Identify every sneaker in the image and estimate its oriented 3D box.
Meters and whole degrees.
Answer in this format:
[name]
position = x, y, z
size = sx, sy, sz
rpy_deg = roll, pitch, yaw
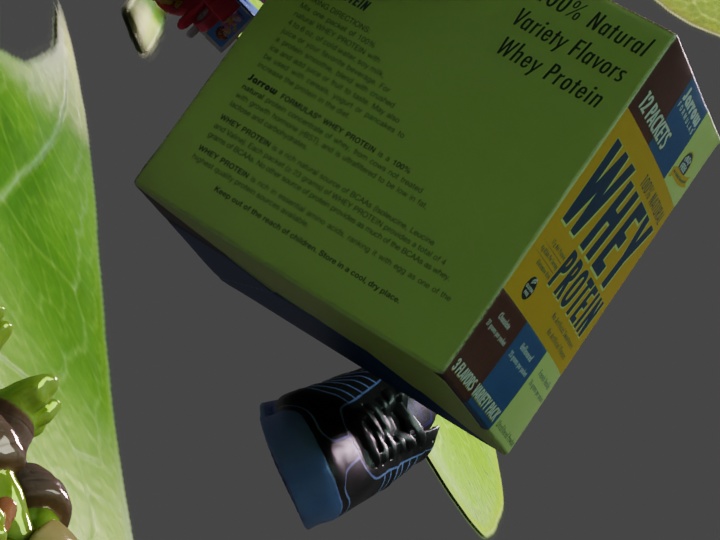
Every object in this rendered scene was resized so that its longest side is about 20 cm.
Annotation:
[sneaker]
position = -0.001, 0.083, 1.513
size = 0.200, 0.078, 0.070
rpy_deg = -56, 123, -82

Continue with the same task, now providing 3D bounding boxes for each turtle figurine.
[turtle figurine]
position = -0.089, 0.098, 0.855
size = 0.200, 0.064, 0.161
rpy_deg = 41, 17, -54

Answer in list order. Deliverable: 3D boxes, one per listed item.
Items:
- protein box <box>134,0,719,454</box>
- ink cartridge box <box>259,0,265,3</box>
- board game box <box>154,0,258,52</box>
[protein box]
position = 0.037, -0.054, 1.452
size = 0.198, 0.200, 0.135
rpy_deg = 31, -9, 25
[ink cartridge box]
position = -0.105, -0.253, 1.588
size = 0.200, 0.083, 0.146
rpy_deg = 46, 5, 9
[board game box]
position = -0.115, -0.175, 1.607
size = 0.200, 0.039, 0.158
rpy_deg = 45, 4, -7
